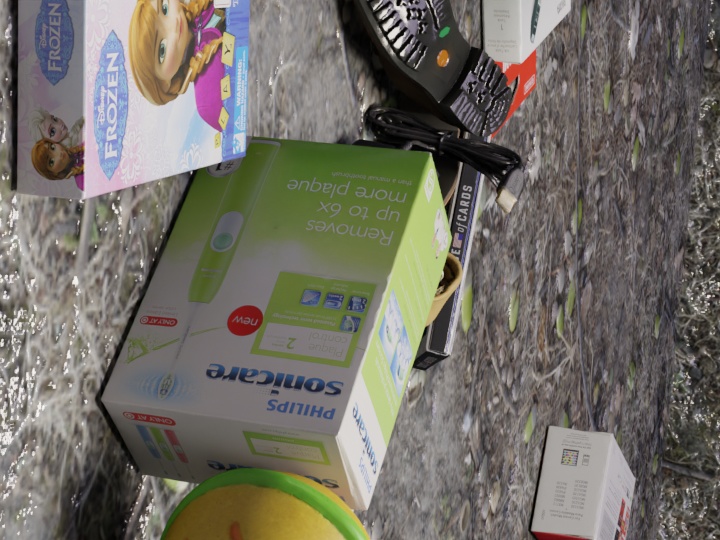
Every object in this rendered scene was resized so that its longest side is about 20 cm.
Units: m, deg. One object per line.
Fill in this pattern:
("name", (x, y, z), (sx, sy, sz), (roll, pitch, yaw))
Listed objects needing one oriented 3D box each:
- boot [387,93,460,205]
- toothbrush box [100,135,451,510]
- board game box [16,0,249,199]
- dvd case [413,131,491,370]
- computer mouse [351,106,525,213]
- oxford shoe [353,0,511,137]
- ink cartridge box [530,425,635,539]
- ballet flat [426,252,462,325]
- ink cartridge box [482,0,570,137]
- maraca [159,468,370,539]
("boot", (0.044, -0.068, 1.354), (0.076, 0.073, 0.201), (91, 15, -44))
("toothbrush box", (-0.043, 0.025, 1.004), (0.086, 0.144, 0.201), (71, 32, -51))
("board game box", (-0.114, -0.150, 0.903), (0.199, 0.041, 0.202), (-28, 122, -67))
("dvd case", (0.074, -0.023, 1.421), (0.150, 0.024, 0.202), (119, -17, -81))
("computer mouse", (0.040, -0.053, 1.245), (0.200, 0.139, 0.046), (-50, 155, -58))
("oxford shoe", (0.032, -0.177, 1.287), (0.073, 0.084, 0.200), (-51, 131, -16))
("ink cartridge box", (0.270, 0.305, 2.088), (0.200, 0.083, 0.177), (54, 45, -62))
("ballet flat", (0.000, 0.000, 1.175), (0.199, 0.063, 0.069), (3, 53, -54))
("ink cartridge box", (0.166, -0.236, 1.687), (0.200, 0.043, 0.175), (-49, 139, -59))
("maraca", (-0.057, 0.195, 0.945), (0.107, 0.136, 0.201), (-40, 155, -56))
